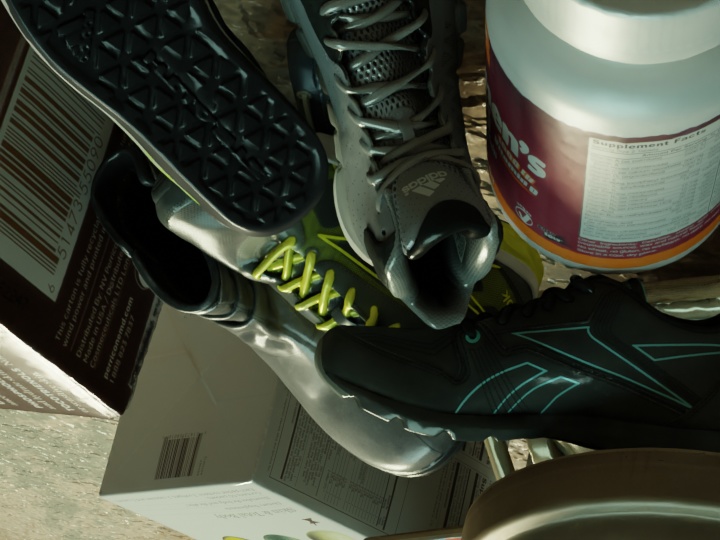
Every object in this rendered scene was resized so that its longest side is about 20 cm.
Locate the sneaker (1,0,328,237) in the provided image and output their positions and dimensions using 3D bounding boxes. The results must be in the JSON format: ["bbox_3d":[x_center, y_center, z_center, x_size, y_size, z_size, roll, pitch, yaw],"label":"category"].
[{"bbox_3d":[-0.089,-0.092,0.762,0.200,0.072,0.083,56,176,-28],"label":"sneaker"}]

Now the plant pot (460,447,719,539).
[{"bbox_3d":[0.137,0.164,0.820,0.201,0.093,0.201,7,147,5],"label":"plant pot"}]

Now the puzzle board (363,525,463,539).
[{"bbox_3d":[0.108,0.183,1.128,0.151,0.017,0.200,-11,153,20],"label":"puzzle board"}]

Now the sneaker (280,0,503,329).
[{"bbox_3d":[0.021,-0.064,0.746,0.075,0.116,0.200,-17,123,-4],"label":"sneaker"}]

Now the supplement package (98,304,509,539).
[{"bbox_3d":[-0.028,0.105,1.208,0.152,0.151,0.200,-11,147,45],"label":"supplement package"}]

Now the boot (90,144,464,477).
[{"bbox_3d":[-0.045,0.025,0.923,0.200,0.070,0.132,40,-172,27],"label":"boot"}]

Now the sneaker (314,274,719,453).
[{"bbox_3d":[0.081,0.036,0.818,0.200,0.079,0.075,8,-172,-3],"label":"sneaker"}]

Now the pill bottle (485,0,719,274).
[{"bbox_3d":[0.103,-0.084,0.735,0.110,0.110,0.200,11,157,9],"label":"pill bottle"}]

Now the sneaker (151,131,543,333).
[{"bbox_3d":[0.000,0.000,0.863,0.200,0.085,0.074,17,142,-22],"label":"sneaker"}]

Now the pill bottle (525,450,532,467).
[{"bbox_3d":[0.206,0.142,1.201,0.200,0.114,0.114,10,157,11],"label":"pill bottle"}]

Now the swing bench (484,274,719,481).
[{"bbox_3d":[0.181,0.068,0.955,0.199,0.200,0.130,-8,112,25],"label":"swing bench"}]

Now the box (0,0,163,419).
[{"bbox_3d":[-0.218,-0.034,0.974,0.200,0.166,0.164,2,155,29],"label":"box"}]

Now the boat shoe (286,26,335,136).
[{"bbox_3d":[-0.001,-0.051,0.924,0.062,0.075,0.200,9,156,10],"label":"boat shoe"}]
